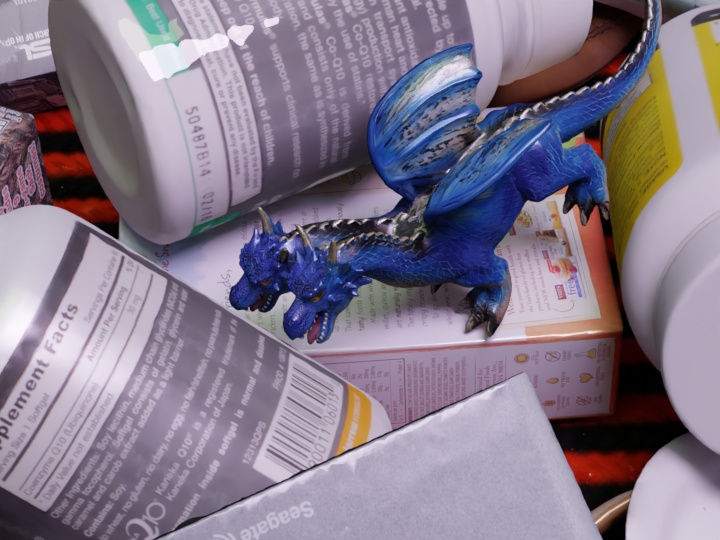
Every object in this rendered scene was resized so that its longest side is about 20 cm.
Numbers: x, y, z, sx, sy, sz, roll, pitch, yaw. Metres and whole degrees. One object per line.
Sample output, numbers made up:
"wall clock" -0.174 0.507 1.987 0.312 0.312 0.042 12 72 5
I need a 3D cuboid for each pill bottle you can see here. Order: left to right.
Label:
"pill bottle" -0.097 0.049 0.687 0.199 0.116 0.117 32 49 -14
"pill bottle" -0.014 -0.096 0.794 0.199 0.113 0.113 -23 51 -19
"pill bottle" 0.152 -0.017 0.751 0.114 0.115 0.200 1 28 3

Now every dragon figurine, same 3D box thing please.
"dragon figurine" 0.042 -0.040 0.724 0.200 0.099 0.059 -46 55 3

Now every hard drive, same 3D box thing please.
"hard drive" 0.030 0.151 0.628 0.139 0.033 0.201 -23 84 -13

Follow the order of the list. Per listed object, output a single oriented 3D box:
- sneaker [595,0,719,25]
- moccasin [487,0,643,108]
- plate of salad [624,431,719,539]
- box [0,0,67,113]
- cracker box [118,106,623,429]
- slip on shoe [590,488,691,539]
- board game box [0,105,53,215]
"sneaker" 0.154 -0.159 0.863 0.200 0.118 0.074 32 53 -6
"moccasin" 0.053 -0.117 0.906 0.200 0.078 0.074 -19 49 -15
"plate of salad" 0.182 0.120 0.667 0.199 0.048 0.201 19 36 -14
"box" -0.104 -0.171 0.941 0.199 0.050 0.159 -14 76 -10
"cracker box" 0.000 0.000 0.819 0.199 0.058 0.134 -3 47 -1
"slip on shoe" 0.049 0.150 0.680 0.200 0.061 0.076 -35 55 -25
"board game box" -0.237 0.017 0.789 0.159 0.097 0.200 15 50 16
